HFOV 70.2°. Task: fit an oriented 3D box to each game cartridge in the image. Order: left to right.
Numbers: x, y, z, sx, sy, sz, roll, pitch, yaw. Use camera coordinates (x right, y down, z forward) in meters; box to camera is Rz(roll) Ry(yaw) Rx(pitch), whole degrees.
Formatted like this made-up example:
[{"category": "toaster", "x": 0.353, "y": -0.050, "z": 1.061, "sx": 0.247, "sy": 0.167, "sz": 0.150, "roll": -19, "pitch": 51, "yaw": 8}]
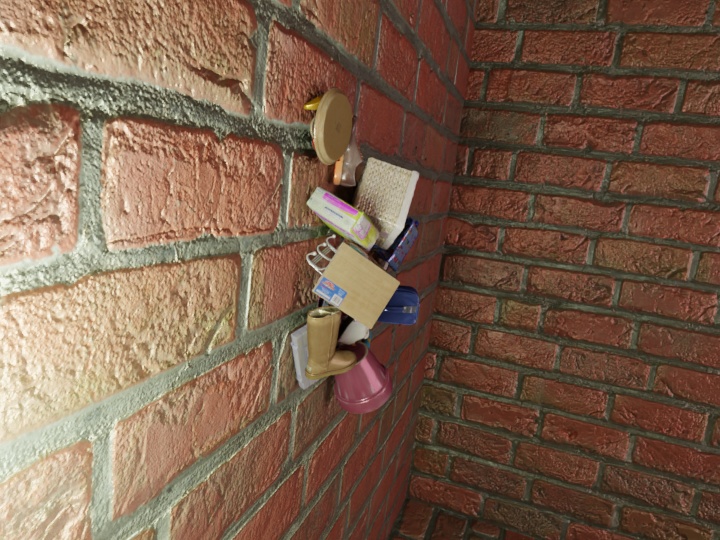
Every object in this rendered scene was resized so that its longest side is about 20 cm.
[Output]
[{"category": "game cartridge", "x": -0.129, "y": 0.225, "z": 1.423, "sx": 0.129, "sy": 0.038, "sz": 0.200, "roll": -26, "pitch": 131, "yaw": -30}]

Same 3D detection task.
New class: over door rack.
[{"category": "over door rack", "x": -0.044, "y": 0.001, "z": 1.422, "sx": 0.200, "sy": 0.067, "sz": 0.148, "roll": 51, "pitch": 32, "yaw": -5}]

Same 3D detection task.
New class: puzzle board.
[{"category": "puzzle board", "x": -0.010, "y": 0.042, "z": 1.351, "sx": 0.151, "sy": 0.200, "sz": 0.017, "roll": -57, "pitch": -158, "yaw": -4}]

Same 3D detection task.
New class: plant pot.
[{"category": "plant pot", "x": -0.009, "y": 0.344, "z": 1.715, "sx": 0.200, "sy": 0.199, "sz": 0.179, "roll": -59, "pitch": 137, "yaw": -48}]

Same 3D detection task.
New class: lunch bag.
[{"category": "lunch bag", "x": 0.128, "y": 0.129, "z": 1.993, "sx": 0.132, "sy": 0.199, "sz": 0.136, "roll": -84, "pitch": 179, "yaw": -80}, {"category": "lunch bag", "x": 0.155, "y": -0.112, "z": 1.956, "sx": 0.200, "sy": 0.094, "sz": 0.151, "roll": -46, "pitch": 159, "yaw": 0}]

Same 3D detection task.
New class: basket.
[{"category": "basket", "x": 0.057, "y": -0.199, "z": 1.550, "sx": 0.198, "sy": 0.160, "sz": 0.201, "roll": 126, "pitch": -19, "yaw": -70}]

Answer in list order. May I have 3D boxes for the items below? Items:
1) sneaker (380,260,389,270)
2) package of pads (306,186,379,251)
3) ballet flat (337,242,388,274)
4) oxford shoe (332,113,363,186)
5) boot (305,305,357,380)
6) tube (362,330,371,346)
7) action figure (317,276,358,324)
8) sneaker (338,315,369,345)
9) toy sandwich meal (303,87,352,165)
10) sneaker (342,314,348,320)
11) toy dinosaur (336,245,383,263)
[{"category": "sneaker", "x": 0.000, "y": 0.000, "z": 1.630, "sx": 0.200, "sy": 0.121, "sz": 0.084, "roll": -45, "pitch": -172, "yaw": -39}, {"category": "package of pads", "x": -0.038, "y": -0.133, "z": 1.374, "sx": 0.068, "sy": 0.154, "sz": 0.200, "roll": -56, "pitch": 160, "yaw": -3}, {"category": "ballet flat", "x": 0.011, "y": -0.022, "z": 1.405, "sx": 0.200, "sy": 0.068, "sz": 0.072, "roll": 37, "pitch": 25, "yaw": -26}, {"category": "oxford shoe", "x": -0.026, "y": -0.331, "z": 1.421, "sx": 0.071, "sy": 0.073, "sz": 0.201, "roll": -112, "pitch": -147, "yaw": -79}, {"category": "boot", "x": -0.071, "y": 0.188, "z": 1.384, "sx": 0.175, "sy": 0.066, "sz": 0.201, "roll": -16, "pitch": 124, "yaw": -40}, {"category": "tube", "x": 0.013, "y": 0.314, "z": 1.980, "sx": 0.200, "sy": 0.050, "sz": 0.078, "roll": -57, "pitch": 159, "yaw": -62}, {"category": "action figure", "x": -0.088, "y": 0.114, "z": 1.518, "sx": 0.200, "sy": 0.134, "sz": 0.149, "roll": 81, "pitch": -15, "yaw": -67}, {"category": "sneaker", "x": 0.007, "y": 0.156, "z": 1.583, "sx": 0.200, "sy": 0.084, "sz": 0.073, "roll": -53, "pitch": -157, "yaw": 30}, {"category": "toy sandwich meal", "x": -0.083, "y": -0.363, "z": 1.279, "sx": 0.205, "sy": 0.070, "sz": 0.206, "roll": 14, "pitch": 90, "yaw": -69}, {"category": "sneaker", "x": -0.048, "y": 0.162, "z": 1.658, "sx": 0.200, "sy": 0.071, "sz": 0.113, "roll": 56, "pitch": 43, "yaw": -68}, {"category": "toy dinosaur", "x": 0.002, "y": -0.001, "z": 1.535, "sx": 0.086, "sy": 0.199, "sz": 0.136, "roll": -50, "pitch": 159, "yaw": -60}]
